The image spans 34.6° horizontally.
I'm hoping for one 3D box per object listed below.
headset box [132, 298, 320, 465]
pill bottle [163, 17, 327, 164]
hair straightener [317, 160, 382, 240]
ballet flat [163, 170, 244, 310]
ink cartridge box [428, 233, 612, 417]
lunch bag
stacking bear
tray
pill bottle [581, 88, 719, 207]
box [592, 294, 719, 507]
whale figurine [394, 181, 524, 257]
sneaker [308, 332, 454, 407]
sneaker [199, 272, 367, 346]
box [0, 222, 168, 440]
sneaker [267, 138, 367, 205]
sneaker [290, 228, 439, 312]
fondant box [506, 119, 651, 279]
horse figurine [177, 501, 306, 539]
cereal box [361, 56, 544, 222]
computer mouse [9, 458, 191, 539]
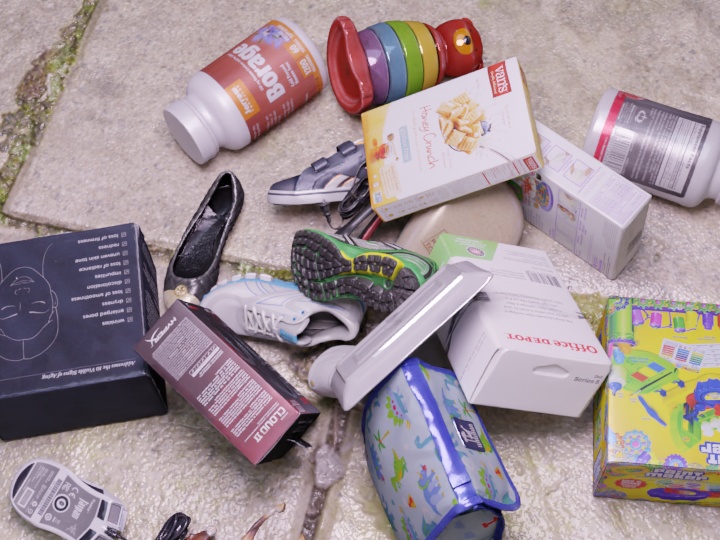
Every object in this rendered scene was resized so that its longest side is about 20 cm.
[{"bbox_3d":[-0.133,0.128,1.251,0.200,0.149,0.077,41,89,10],"label":"headset box"},{"bbox_3d":[-0.149,-0.227,1.484,0.200,0.112,0.112,-39,67,-16],"label":"pill bottle"},{"bbox_3d":[-0.012,-0.063,1.383,0.077,0.041,0.200,40,92,-17],"label":"hair straightener"},{"bbox_3d":[-0.197,-0.034,1.416,0.066,0.057,0.200,12,64,11],"label":"ballet flat"},{"bbox_3d":[0.163,0.058,1.265,0.145,0.084,0.200,10,34,-24],"label":"ink cartridge box"},{"bbox_3d":[0.078,0.199,1.196,0.127,0.200,0.170,-21,62,-8],"label":"lunch bag"},{"bbox_3d":[0.067,-0.277,1.503,0.200,0.114,0.122,-15,86,-17],"label":"stacking bear"},{"bbox_3d":[0.044,0.058,1.183,0.200,0.107,0.022,-42,102,-2],"label":"tray"},{"bbox_3d":[0.378,-0.142,1.410,0.200,0.111,0.111,20,65,13],"label":"pill bottle"},{"bbox_3d":[0.359,0.145,1.253,0.200,0.122,0.193,5,62,5],"label":"box"},{"bbox_3d":[0.096,-0.040,1.383,0.200,0.104,0.159,-35,100,1],"label":"whale figurine"},{"bbox_3d":[0.034,0.098,1.322,0.200,0.116,0.074,-16,102,-39],"label":"sneaker"},{"bbox_3d":[-0.093,0.053,1.338,0.200,0.075,0.087,-3,30,3],"label":"sneaker"},{"bbox_3d":[-0.336,0.070,1.330,0.200,0.124,0.197,-9,61,-2],"label":"box"},{"bbox_3d":[-0.019,-0.123,1.432,0.200,0.078,0.080,-6,96,-8],"label":"sneaker"},{"bbox_3d":[0.000,0.000,1.308,0.200,0.078,0.085,18,19,37],"label":"sneaker"},{"bbox_3d":[0.240,-0.092,1.370,0.200,0.144,0.058,36,75,20],"label":"fondant box"},{"bbox_3d":[-0.105,0.342,1.212,0.132,0.050,0.200,-28,70,2],"label":"horse figurine"},{"bbox_3d":[0.102,-0.151,1.325,0.200,0.040,0.144,-19,55,18],"label":"cereal box"},{"bbox_3d":[-0.292,0.271,1.267,0.200,0.044,0.110,28,80,14],"label":"computer mouse"}]
